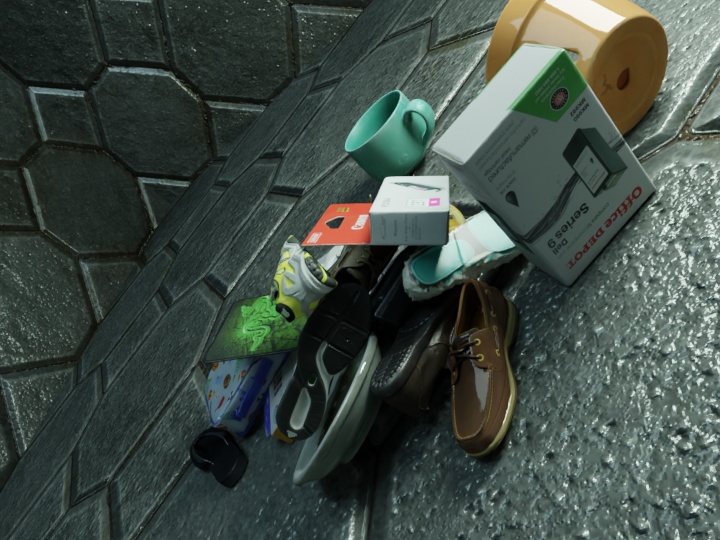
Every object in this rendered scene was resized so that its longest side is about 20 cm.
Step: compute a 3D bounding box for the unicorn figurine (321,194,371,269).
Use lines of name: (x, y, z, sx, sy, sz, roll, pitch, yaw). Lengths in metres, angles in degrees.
unicorn figurine: (-0.038, -0.029, 1.036, 0.136, 0.073, 0.204, 25, 90, 53)

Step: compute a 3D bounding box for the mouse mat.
mouse mat: (-0.154, 0.083, 1.005, 0.156, 0.008, 0.201, -9, 23, 8)

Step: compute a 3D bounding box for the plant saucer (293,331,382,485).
plant saucer: (-0.015, 0.174, 0.764, 0.203, 0.049, 0.200, -62, 3, 5)

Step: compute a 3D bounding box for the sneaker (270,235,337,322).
sneaker: (-0.085, 0.010, 0.792, 0.077, 0.075, 0.200, -46, 9, -2)

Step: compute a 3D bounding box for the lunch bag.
lunch bag: (-0.191, 0.173, 1.060, 0.203, 0.075, 0.160, -62, 28, 4)

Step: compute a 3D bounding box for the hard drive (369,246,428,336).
hard drive: (0.044, 0.029, 0.853, 0.136, 0.042, 0.200, -57, 3, -13)

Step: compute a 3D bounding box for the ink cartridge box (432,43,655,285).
ink cartridge box: (0.196, -0.107, 0.658, 0.146, 0.199, 0.084, -47, 27, 4)

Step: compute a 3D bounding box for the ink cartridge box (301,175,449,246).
ink cartridge box: (0.027, -0.079, 0.787, 0.168, 0.045, 0.201, 1, 20, 8)

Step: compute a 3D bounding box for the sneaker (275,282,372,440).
sneaker: (-0.048, 0.103, 0.797, 0.204, 0.074, 0.115, -64, 4, 5)

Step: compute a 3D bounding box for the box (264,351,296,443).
box: (-0.083, 0.158, 0.935, 0.202, 0.041, 0.120, -58, 21, 17)

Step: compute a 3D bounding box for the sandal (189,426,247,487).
sandal: (-0.243, 0.298, 1.042, 0.198, 0.043, 0.077, -6, 49, 58)

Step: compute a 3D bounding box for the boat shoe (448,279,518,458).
boat shoe: (0.120, 0.095, 0.662, 0.071, 0.067, 0.203, -28, 32, 39)

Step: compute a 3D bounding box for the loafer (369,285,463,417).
loafer: (0.079, 0.094, 0.740, 0.072, 0.072, 0.200, -25, 18, 47)

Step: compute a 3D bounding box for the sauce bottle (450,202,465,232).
sauce bottle: (0.119, -0.059, 0.888, 0.066, 0.066, 0.201, -43, 25, 14)

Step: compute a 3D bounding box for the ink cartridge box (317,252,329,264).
ink cartridge box: (-0.054, 0.037, 1.086, 0.195, 0.043, 0.203, -33, 28, 35)

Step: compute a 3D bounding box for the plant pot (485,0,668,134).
plant pot: (0.272, -0.249, 0.762, 0.201, 0.199, 0.140, -48, 41, 2)

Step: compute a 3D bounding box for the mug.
mug: (0.064, -0.242, 1.184, 0.153, 0.114, 0.185, -49, 25, 2)

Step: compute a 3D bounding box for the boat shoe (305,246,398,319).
boat shoe: (0.000, 0.000, 0.869, 0.201, 0.075, 0.072, -52, 21, -2)

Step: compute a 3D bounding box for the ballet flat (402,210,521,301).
ballet flat: (0.130, -0.020, 0.757, 0.196, 0.073, 0.071, -24, 18, -18)
